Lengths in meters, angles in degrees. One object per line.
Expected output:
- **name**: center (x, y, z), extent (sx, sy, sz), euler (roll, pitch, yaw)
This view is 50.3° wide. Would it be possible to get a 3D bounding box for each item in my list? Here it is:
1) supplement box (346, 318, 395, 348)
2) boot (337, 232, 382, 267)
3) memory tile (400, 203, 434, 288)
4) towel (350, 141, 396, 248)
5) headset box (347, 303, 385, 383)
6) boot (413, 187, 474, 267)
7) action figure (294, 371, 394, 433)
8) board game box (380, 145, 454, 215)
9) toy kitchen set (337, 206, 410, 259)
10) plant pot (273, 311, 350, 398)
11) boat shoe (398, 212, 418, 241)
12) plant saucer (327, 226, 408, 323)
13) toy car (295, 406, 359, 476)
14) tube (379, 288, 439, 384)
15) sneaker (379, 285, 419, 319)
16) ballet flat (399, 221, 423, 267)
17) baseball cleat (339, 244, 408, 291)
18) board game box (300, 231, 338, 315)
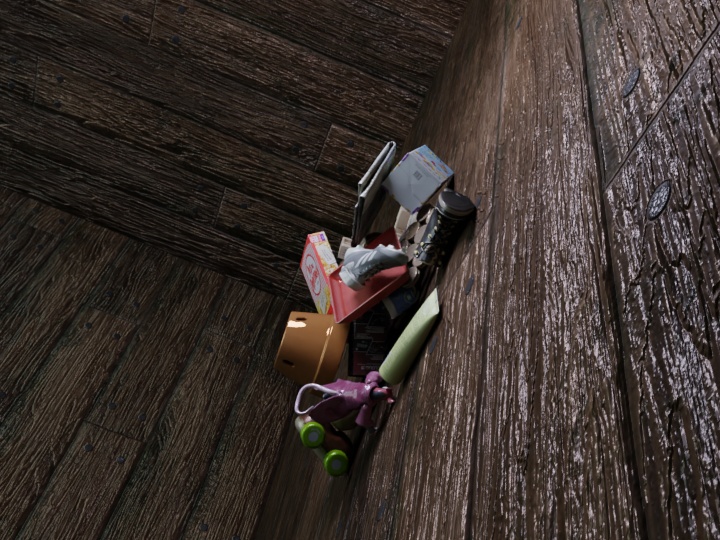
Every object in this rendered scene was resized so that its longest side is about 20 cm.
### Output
- **supplement box**: center (0.035, 0.098, 1.922), extent (0.086, 0.110, 0.201), euler (132, 160, -76)
- **boot**: center (0.000, 0.000, 1.856), extent (0.200, 0.073, 0.076), euler (-52, 45, 37)
- **memory tile**: center (0.127, -0.056, 1.693), extent (0.201, 0.017, 0.153), euler (-58, 26, -4)
- **towel**: center (0.024, -0.172, 1.773), extent (0.193, 0.034, 0.201), euler (101, -167, -51)
- **headset box**: center (0.014, 0.168, 1.785), extent (0.149, 0.074, 0.202), euler (125, 148, -80)
- **boot**: center (0.161, -0.080, 1.517), extent (0.200, 0.073, 0.151), euler (-72, 6, -76)
- **action figure**: center (-0.012, 0.250, 1.569), extent (0.199, 0.149, 0.135), euler (-17, 53, 41)
- **board game box**: center (0.137, -0.216, 1.809), extent (0.103, 0.105, 0.200), euler (-47, -2, 21)
- **toy kitchen set**: center (0.047, -0.096, 2.206), extent (0.163, 0.179, 0.201), euler (-82, 11, -67)
- **plant pot**: center (-0.116, 0.181, 1.783), extent (0.200, 0.139, 0.201), euler (-161, 90, -87)
- **boat shoe**: center (0.120, -0.055, 1.908), extent (0.060, 0.071, 0.201), euler (108, -176, -55)
- **plant saucer**: center (0.021, 0.016, 1.702), extent (0.199, 0.037, 0.200), euler (-37, 29, 14)
- **toy car**: center (-0.034, 0.342, 1.747), extent (0.200, 0.158, 0.164), euler (-40, 6, -7)
- **tube**: center (0.101, 0.131, 1.461), extent (0.052, 0.058, 0.201), euler (-6, -48, -46)
- **sneaker**: center (0.100, 0.057, 1.730), extent (0.077, 0.076, 0.200), euler (-28, 8, 15)
- **ballet flat**: center (0.129, -0.059, 1.796), extent (0.201, 0.069, 0.071), euler (-54, -16, 3)
- **baseball cleat**: center (0.026, -0.002, 1.632), extent (0.200, 0.070, 0.107), euler (1, 65, 58)
- **board game box**: center (-0.087, 0.029, 1.895), extent (0.152, 0.046, 0.201), euler (111, 141, -58)
